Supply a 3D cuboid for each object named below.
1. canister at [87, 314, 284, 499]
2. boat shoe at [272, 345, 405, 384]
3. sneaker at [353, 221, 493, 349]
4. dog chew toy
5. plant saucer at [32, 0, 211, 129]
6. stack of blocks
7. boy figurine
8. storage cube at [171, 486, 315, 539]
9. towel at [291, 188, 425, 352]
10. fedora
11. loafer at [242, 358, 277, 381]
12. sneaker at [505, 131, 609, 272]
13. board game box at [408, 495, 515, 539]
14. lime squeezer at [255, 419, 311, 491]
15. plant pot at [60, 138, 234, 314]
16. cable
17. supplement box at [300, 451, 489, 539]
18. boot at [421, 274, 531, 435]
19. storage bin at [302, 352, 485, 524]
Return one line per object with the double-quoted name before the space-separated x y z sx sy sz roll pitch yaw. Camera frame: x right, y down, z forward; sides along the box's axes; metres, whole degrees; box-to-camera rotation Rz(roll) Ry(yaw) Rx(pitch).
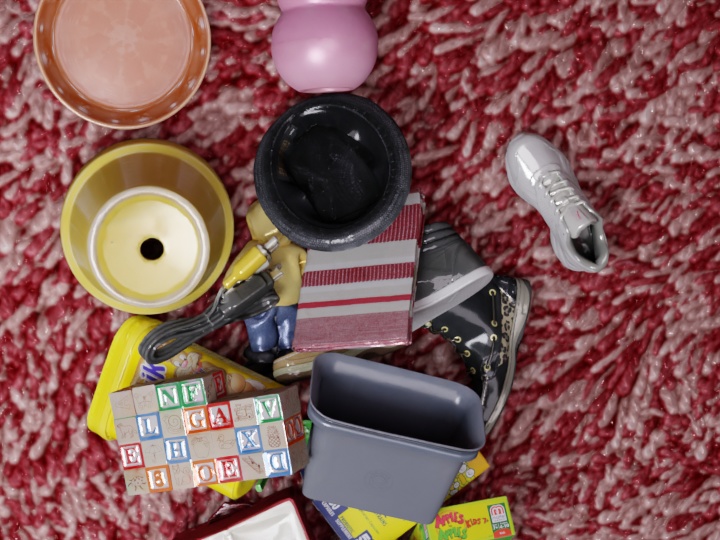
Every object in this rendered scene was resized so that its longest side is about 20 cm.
"canister" -0.198 0.158 1.399 0.198 0.086 0.150 23 99 16
"boat shoe" -0.030 0.079 1.447 0.199 0.071 0.077 -16 89 -43
"sneaker" 0.048 0.014 1.424 0.199 0.071 0.100 -28 69 -9
"dog chew toy" -0.043 -0.306 1.374 0.123 0.125 0.202 -4 94 -10
"plant saucer" -0.270 -0.263 1.381 0.198 0.032 0.203 -2 101 -11
"stack of blocks" -0.164 0.170 1.313 0.198 0.059 0.116 -10 91 18
"boy figurine" -0.111 0.008 1.441 0.123 0.064 0.202 -7 101 -26
"storage cube" -0.125 0.371 1.427 0.169 0.180 0.202 -22 86 -5
"towel" 0.000 0.000 1.398 0.143 0.202 0.023 -5 148 21
"fedora" -0.025 -0.102 1.395 0.198 0.092 0.203 -5 68 13
"loafer" -0.172 0.173 1.463 0.199 0.063 0.072 -36 104 -3
"sneaker" 0.251 -0.083 1.477 0.078 0.099 0.201 -37 105 -2
"board game box" 0.118 0.331 1.483 0.100 0.200 0.048 -9 67 -9
"lime squeezer" -0.072 0.215 1.476 0.199 0.070 0.038 -31 123 -38
"plant pot" -0.235 -0.039 1.348 0.198 0.189 0.203 -2 102 -10
"cable" -0.163 0.041 1.356 0.199 0.097 0.050 -33 64 -14
"supplement box" 0.040 0.245 1.493 0.199 0.110 0.109 -37 105 -2
"boot" 0.117 0.090 1.492 0.152 0.073 0.206 17 82 -12
"storage bin" 0.024 0.192 1.371 0.198 0.146 0.135 14 119 -7
